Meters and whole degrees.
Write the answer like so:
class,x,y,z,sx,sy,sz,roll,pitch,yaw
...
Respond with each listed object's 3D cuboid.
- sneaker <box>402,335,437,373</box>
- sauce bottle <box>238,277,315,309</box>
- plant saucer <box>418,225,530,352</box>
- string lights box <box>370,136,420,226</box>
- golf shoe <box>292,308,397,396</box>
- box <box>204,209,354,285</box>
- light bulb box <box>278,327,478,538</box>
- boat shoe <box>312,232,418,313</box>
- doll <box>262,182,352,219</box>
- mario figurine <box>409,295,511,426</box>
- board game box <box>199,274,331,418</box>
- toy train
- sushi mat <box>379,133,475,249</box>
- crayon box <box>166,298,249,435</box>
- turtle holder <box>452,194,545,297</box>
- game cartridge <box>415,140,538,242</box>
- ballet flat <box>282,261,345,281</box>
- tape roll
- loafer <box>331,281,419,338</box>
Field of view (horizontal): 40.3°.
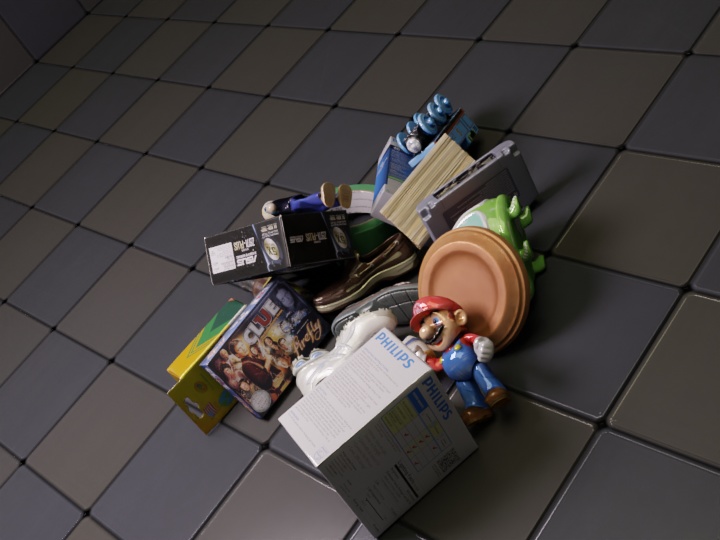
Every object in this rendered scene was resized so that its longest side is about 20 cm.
class,x,y,z,sx,sy,sz,roll,pitch,yaw
sneaker,0.025,0.175,1.540,0.199,0.076,0.088,-27,30,-6
sauce bottle,-0.154,0.044,1.796,0.199,0.065,0.065,24,65,45
plant saucer,0.165,0.033,1.503,0.199,0.202,0.037,7,9,39
string lights box,0.082,-0.155,1.776,0.201,0.102,0.059,-81,17,-54
golf shoe,-0.014,0.146,1.590,0.199,0.078,0.098,-38,39,10
box,-0.139,-0.038,1.677,0.199,0.087,0.163,-13,-2,40
light bulb box,0.028,0.227,1.371,0.200,0.199,0.125,-39,41,-9
boat shoe,-0.001,-0.001,1.708,0.201,0.075,0.075,-29,18,-7
doll,-0.102,-0.113,1.733,0.199,0.136,0.049,-10,81,44
mario figurine,0.128,0.125,1.430,0.123,0.106,0.201,-30,65,-1
board game box,-0.157,0.127,1.654,0.200,0.136,0.035,-52,19,-21
toy train,0.144,-0.247,1.810,0.087,0.114,0.200,-39,9,34
sushi mat,0.125,-0.139,1.688,0.200,0.095,0.012,-50,-1,-20
crayon box,-0.242,0.164,1.682,0.051,0.127,0.200,20,61,47
turtle holder,0.218,-0.021,1.565,0.131,0.187,0.141,-17,7,18
game cartridge,0.200,-0.111,1.654,0.199,0.134,0.041,-35,31,-4
ballet flat,-0.116,-0.021,1.835,0.198,0.069,0.068,-1,49,34
tape roll,-0.021,-0.093,1.808,0.198,0.049,0.201,-8,31,5
loafer,0.041,0.056,1.647,0.199,0.072,0.063,-22,27,21
